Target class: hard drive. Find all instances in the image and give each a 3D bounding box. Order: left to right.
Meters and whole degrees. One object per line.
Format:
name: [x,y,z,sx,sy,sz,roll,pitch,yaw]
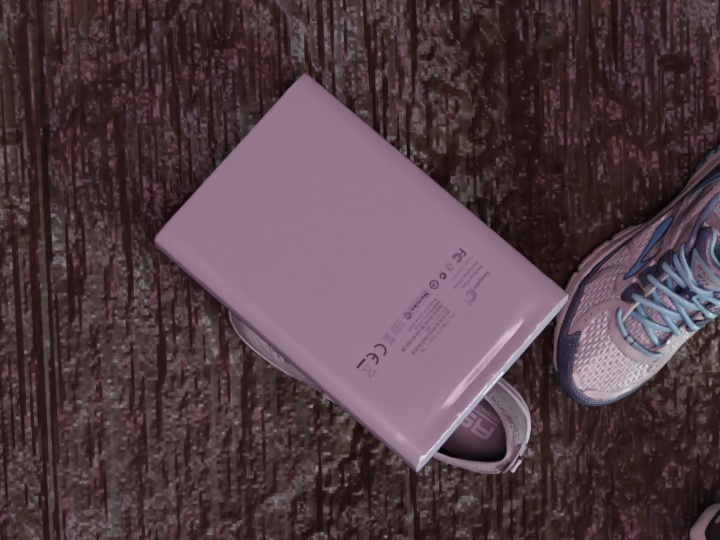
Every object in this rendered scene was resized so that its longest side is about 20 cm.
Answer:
hard drive: [0.000,0.000,1.629,0.200,0.025,0.132,40,81,11]

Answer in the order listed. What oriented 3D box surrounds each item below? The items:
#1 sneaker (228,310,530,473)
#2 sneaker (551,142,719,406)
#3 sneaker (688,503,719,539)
sneaker: [0.017,0.054,1.660,0.199,0.082,0.075,27,97,-9]
sneaker: [0.186,-0.002,1.663,0.078,0.086,0.200,40,94,-10]
sneaker: [0.245,0.222,1.725,0.087,0.076,0.201,8,120,33]
